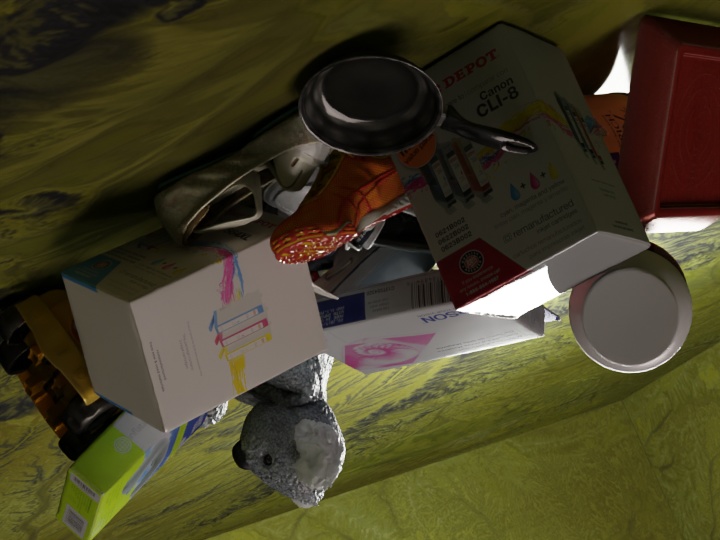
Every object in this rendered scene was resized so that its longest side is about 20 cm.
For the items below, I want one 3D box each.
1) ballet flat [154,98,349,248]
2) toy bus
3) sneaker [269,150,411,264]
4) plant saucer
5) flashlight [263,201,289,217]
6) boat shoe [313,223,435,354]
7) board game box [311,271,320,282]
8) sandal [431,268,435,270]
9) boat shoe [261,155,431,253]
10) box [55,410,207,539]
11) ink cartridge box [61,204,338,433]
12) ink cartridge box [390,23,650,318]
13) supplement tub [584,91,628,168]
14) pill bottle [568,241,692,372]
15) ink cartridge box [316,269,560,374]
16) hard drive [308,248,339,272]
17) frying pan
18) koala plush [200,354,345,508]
[{"bbox_3d":[-0.079,-0.080,1.473,0.199,0.063,0.067,-28,165,18],"label":"ballet flat"},{"bbox_3d":[-0.232,0.068,1.681,0.191,0.136,0.200,-33,168,-19],"label":"toy bus"},{"bbox_3d":[-0.022,-0.059,1.493,0.073,0.078,0.200,-27,-176,35],"label":"sneaker"},{"bbox_3d":[0.308,-0.131,1.665,0.037,0.201,0.199,13,-170,34],"label":"plant saucer"},{"bbox_3d":[-0.094,-0.011,1.695,0.067,0.068,0.200,5,152,-23],"label":"flashlight"},{"bbox_3d":[0.000,0.000,1.723,0.071,0.070,0.200,12,134,-47],"label":"boat shoe"},{"bbox_3d":[-0.141,0.058,1.934,0.151,0.047,0.200,-17,165,-26],"label":"board game box"},{"bbox_3d":[0.080,-0.010,1.843,0.075,0.048,0.200,-32,-179,10],"label":"sandal"},{"bbox_3d":[0.005,-0.054,1.590,0.199,0.072,0.070,8,140,-26],"label":"boat shoe"},{"bbox_3d":[-0.203,0.156,1.679,0.200,0.048,0.122,-47,170,-33],"label":"box"},{"bbox_3d":[-0.133,0.030,1.539,0.199,0.126,0.128,-27,-154,-30],"label":"ink cartridge box"},{"bbox_3d":[0.128,-0.083,1.516,0.145,0.201,0.144,-30,163,23],"label":"ink cartridge box"},{"bbox_3d":[0.200,-0.095,1.701,0.199,0.146,0.145,-10,162,-45],"label":"supplement tub"},{"bbox_3d":[0.248,0.032,1.631,0.112,0.114,0.200,-25,-179,9],"label":"pill bottle"},{"bbox_3d":[0.066,0.055,1.680,0.195,0.044,0.200,-14,156,27],"label":"ink cartridge box"},{"bbox_3d":[-0.003,-0.054,1.742,0.134,0.043,0.200,-10,161,-46],"label":"hard drive"},{"bbox_3d":[0.045,-0.135,1.396,0.188,0.031,0.115,-3,143,3],"label":"frying pan"},{"bbox_3d":[-0.078,0.148,1.854,0.183,0.201,0.178,-20,164,-18],"label":"koala plush"}]
